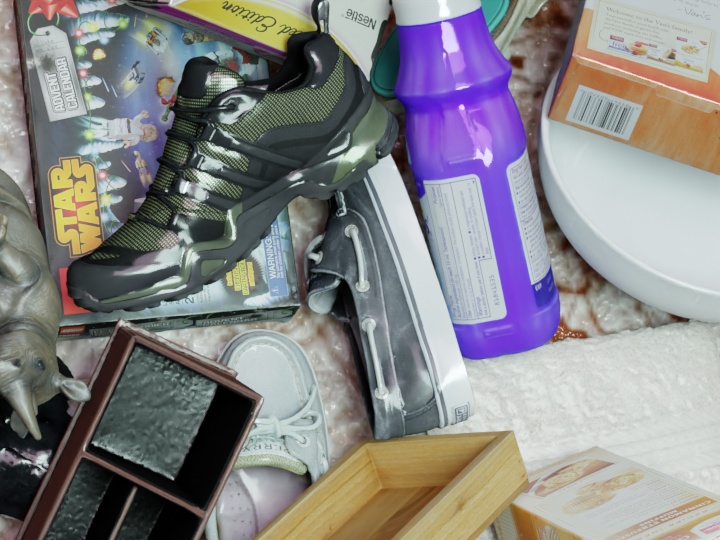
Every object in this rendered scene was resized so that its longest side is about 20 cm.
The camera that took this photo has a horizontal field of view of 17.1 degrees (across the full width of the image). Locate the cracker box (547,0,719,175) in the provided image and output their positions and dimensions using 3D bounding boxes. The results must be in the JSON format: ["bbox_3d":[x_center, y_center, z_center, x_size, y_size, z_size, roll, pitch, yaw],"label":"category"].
[{"bbox_3d":[0.193,-0.150,1.364,0.133,0.058,0.200,19,51,0],"label":"cracker box"}]

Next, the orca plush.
[{"bbox_3d":[-0.204,0.060,1.256,0.105,0.071,0.200,-36,84,-19],"label":"orca plush"}]

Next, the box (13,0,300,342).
[{"bbox_3d":[-0.114,-0.066,1.328,0.136,0.040,0.201,-6,76,-13],"label":"box"}]

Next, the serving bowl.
[{"bbox_3d":[0.191,-0.045,1.360,0.199,0.066,0.201,7,51,-9],"label":"serving bowl"}]

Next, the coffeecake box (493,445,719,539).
[{"bbox_3d":[0.150,0.186,1.207,0.073,0.200,0.154,-21,101,-16],"label":"coffeecake box"}]

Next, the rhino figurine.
[{"bbox_3d":[-0.186,0.012,1.236,0.060,0.088,0.200,-27,49,2],"label":"rhino figurine"}]

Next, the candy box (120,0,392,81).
[{"bbox_3d":[-0.033,-0.216,1.297,0.136,0.061,0.201,18,88,-34],"label":"candy box"}]

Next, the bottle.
[{"bbox_3d":[0.060,-0.056,1.304,0.065,0.084,0.201,-11,105,9],"label":"bottle"}]

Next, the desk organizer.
[{"bbox_3d":[-0.126,0.134,1.212,0.072,0.077,0.201,25,89,-18],"label":"desk organizer"}]

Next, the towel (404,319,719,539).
[{"bbox_3d":[0.120,0.102,1.334,0.199,0.034,0.133,-10,78,-15],"label":"towel"}]

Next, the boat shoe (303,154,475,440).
[{"bbox_3d":[0.000,0.000,1.311,0.067,0.072,0.201,-16,69,-9],"label":"boat shoe"}]

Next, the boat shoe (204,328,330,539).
[{"bbox_3d":[-0.051,0.127,1.273,0.074,0.065,0.203,8,73,-10],"label":"boat shoe"}]

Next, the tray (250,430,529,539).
[{"bbox_3d":[-0.006,0.143,1.200,0.200,0.098,0.037,-39,116,-49],"label":"tray"}]

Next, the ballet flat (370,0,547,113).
[{"bbox_3d":[0.080,-0.153,1.383,0.067,0.062,0.200,22,67,39],"label":"ballet flat"}]

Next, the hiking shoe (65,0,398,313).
[{"bbox_3d":[-0.082,-0.059,1.255,0.200,0.076,0.101,-35,109,-17],"label":"hiking shoe"}]
